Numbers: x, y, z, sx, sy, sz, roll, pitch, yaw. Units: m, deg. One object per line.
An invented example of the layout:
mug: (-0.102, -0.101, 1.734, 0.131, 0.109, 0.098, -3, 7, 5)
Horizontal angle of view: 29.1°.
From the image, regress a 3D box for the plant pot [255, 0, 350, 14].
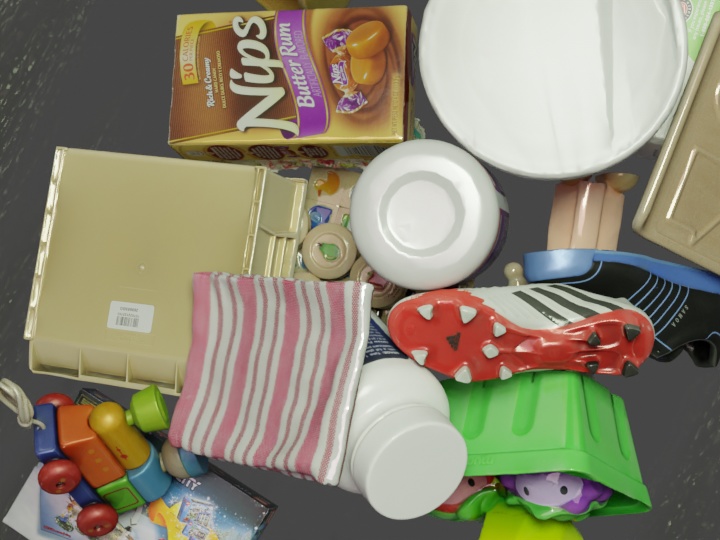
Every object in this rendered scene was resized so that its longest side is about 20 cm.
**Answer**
plant pot: (-0.055, -0.348, 1.175, 0.195, 0.194, 0.200, 40, 85, 10)

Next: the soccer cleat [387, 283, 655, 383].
soccer cleat: (0.119, 0.041, 1.038, 0.199, 0.085, 0.069, 2, 111, -1)

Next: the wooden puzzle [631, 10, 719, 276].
wooden puzzle: (0.310, -0.086, 1.119, 0.200, 0.046, 0.186, 23, 87, -31)

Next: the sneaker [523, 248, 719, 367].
sneaker: (0.217, 0.030, 1.113, 0.199, 0.070, 0.078, 10, 81, -24)

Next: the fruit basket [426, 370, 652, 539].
fruit basket: (0.118, 0.192, 1.090, 0.215, 0.155, 0.216, -17, 59, 31)

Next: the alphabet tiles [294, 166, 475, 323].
alphabet tiles: (0.000, 0.000, 1.217, 0.199, 0.006, 0.167, 14, 87, 9)

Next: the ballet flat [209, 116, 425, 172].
ballet flat: (-0.044, -0.124, 1.207, 0.199, 0.064, 0.076, -2, 71, 8)

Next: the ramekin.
ramekin: (0.150, -0.165, 1.082, 0.202, 0.094, 0.203, 0, 87, 9)

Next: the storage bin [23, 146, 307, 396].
storage bin: (-0.167, 0.003, 1.182, 0.199, 0.094, 0.199, 7, 85, 18)

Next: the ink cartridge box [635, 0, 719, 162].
ink cartridge box: (0.189, -0.192, 1.170, 0.199, 0.084, 0.146, 19, 87, 9)

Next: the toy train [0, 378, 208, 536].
toy train: (-0.205, 0.122, 1.103, 0.115, 0.200, 0.085, -20, 47, 4)

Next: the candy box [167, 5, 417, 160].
candy box: (-0.056, -0.154, 1.154, 0.199, 0.056, 0.117, -1, 78, 12)

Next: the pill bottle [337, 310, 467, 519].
pill bottle: (0.000, 0.101, 1.059, 0.111, 0.111, 0.200, -46, 36, 1)

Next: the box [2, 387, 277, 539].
box: (-0.192, 0.212, 1.206, 0.200, 0.038, 0.137, 31, 89, 10)

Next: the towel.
towel: (-0.072, 0.075, 1.033, 0.200, 0.030, 0.147, 4, 83, 48)

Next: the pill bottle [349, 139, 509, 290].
pill bottle: (0.060, -0.042, 1.104, 0.112, 0.200, 0.113, 0, 90, 9)

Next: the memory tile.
memory tile: (-0.064, 0.048, 1.208, 0.153, 0.017, 0.200, 30, 93, 12)

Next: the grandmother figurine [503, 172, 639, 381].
grandmother figurine: (0.179, 0.015, 1.162, 0.121, 0.061, 0.201, 6, 84, 3)
